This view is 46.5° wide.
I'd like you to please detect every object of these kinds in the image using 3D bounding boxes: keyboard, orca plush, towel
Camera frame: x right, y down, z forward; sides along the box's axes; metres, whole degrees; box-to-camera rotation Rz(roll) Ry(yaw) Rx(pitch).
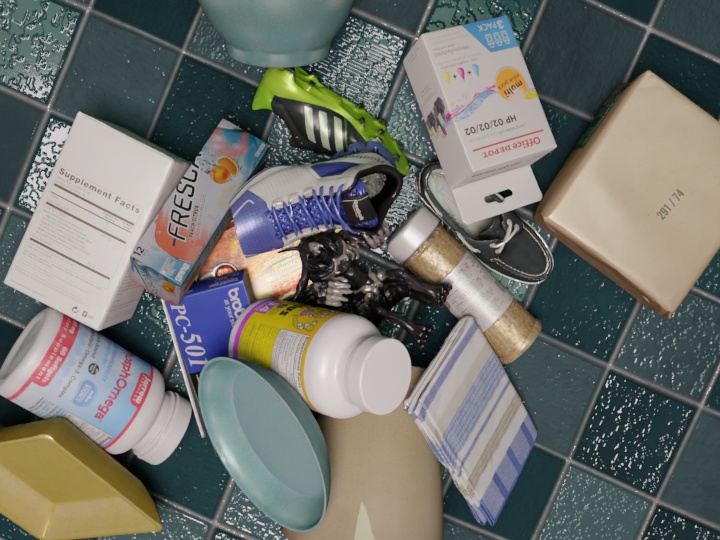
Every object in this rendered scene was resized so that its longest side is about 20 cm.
[{"bbox_3d":[-0.209,0.094,0.985,0.010,0.056,0.203,-15,94,5],"label":"keyboard"},{"bbox_3d":[-0.009,0.069,0.977,0.197,0.071,0.107,-19,94,1],"label":"orca plush"},{"bbox_3d":[0.130,0.169,0.943,0.147,0.024,0.201,-51,121,-33],"label":"towel"}]

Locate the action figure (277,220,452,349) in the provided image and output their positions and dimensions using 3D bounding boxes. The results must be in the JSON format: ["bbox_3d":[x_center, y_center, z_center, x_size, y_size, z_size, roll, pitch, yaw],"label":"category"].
[{"bbox_3d":[0.000,0.000,0.917,0.198,0.102,0.120,27,74,6],"label":"action figure"}]

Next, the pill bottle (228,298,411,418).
[{"bbox_3d":[-0.043,0.092,0.868,0.103,0.198,0.106,-8,101,-44],"label":"pill bottle"}]

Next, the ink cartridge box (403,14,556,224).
[{"bbox_3d":[0.138,-0.167,0.929,0.114,0.068,0.203,-18,84,-20],"label":"ink cartridge box"}]

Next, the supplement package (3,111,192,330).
[{"bbox_3d":[-0.285,-0.055,0.941,0.118,0.121,0.202,26,93,0],"label":"supplement package"}]

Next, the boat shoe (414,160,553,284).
[{"bbox_3d":[0.145,-0.052,0.973,0.199,0.060,0.076,34,93,-3],"label":"boat shoe"}]

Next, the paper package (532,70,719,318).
[{"bbox_3d":[0.323,-0.087,0.951,0.189,0.103,0.201,35,94,-3],"label":"paper package"}]

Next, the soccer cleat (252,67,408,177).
[{"bbox_3d":[-0.033,-0.162,0.969,0.199,0.068,0.081,35,123,-11],"label":"soccer cleat"}]

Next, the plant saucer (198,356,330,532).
[{"bbox_3d":[-0.093,0.172,0.863,0.036,0.199,0.202,-29,95,-37],"label":"plant saucer"}]

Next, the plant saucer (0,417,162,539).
[{"bbox_3d":[-0.345,0.231,0.939,0.197,0.049,0.201,-13,132,25],"label":"plant saucer"}]

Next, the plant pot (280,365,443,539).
[{"bbox_3d":[0.015,0.204,0.946,0.184,0.187,0.204,8,84,-1],"label":"plant pot"}]

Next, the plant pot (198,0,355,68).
[{"bbox_3d":[-0.090,-0.301,0.903,0.196,0.201,0.136,2,121,0],"label":"plant pot"}]

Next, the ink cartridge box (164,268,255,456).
[{"bbox_3d":[-0.150,0.108,0.969,0.092,0.044,0.203,-14,108,2],"label":"ink cartridge box"}]

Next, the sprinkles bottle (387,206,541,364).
[{"bbox_3d":[0.120,0.017,0.975,0.200,0.068,0.068,44,93,-3],"label":"sprinkles bottle"}]

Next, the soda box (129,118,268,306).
[{"bbox_3d":[-0.177,-0.066,0.924,0.063,0.069,0.202,28,63,-3],"label":"soda box"}]

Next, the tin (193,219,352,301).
[{"bbox_3d":[-0.103,-0.019,0.987,0.197,0.042,0.113,-25,90,1],"label":"tin"}]

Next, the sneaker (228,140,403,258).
[{"bbox_3d":[-0.039,-0.074,0.878,0.197,0.115,0.082,-24,113,-9],"label":"sneaker"}]

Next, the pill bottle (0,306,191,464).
[{"bbox_3d":[-0.293,0.135,0.940,0.199,0.109,0.109,37,93,-26],"label":"pill bottle"}]
